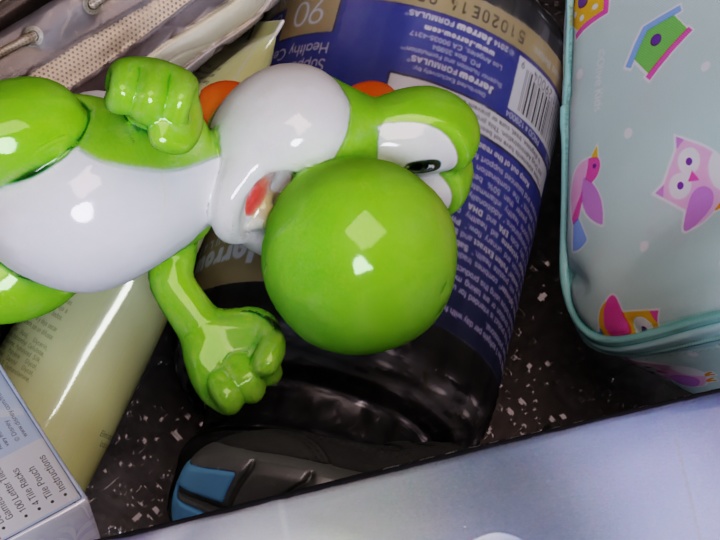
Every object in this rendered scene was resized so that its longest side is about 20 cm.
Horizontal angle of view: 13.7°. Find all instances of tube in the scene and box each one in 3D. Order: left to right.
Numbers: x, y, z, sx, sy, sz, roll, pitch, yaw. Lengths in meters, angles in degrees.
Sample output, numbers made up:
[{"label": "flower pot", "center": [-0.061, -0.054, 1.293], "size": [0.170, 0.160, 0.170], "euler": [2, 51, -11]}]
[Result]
[{"label": "tube", "center": [-0.080, 0.004, 0.995], "size": [0.058, 0.052, 0.201], "euler": [25, 85, 34]}]

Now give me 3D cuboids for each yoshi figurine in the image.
[{"label": "yoshi figurine", "center": [-0.054, -0.012, 0.907], "size": [0.199, 0.112, 0.113], "euler": [-7, 84, -12]}]

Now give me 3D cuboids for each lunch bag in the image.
[{"label": "lunch bag", "center": [0.143, -0.068, 0.983], "size": [0.077, 0.160, 0.201], "euler": [20, 66, -40]}]

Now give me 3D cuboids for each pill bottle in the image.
[{"label": "pill bottle", "center": [0.000, 0.000, 1.015], "size": [0.111, 0.112, 0.201], "euler": [16, 66, -4]}]

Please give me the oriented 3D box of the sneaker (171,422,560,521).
[{"label": "sneaker", "center": [0.039, 0.085, 0.928], "size": [0.199, 0.073, 0.082], "euler": [16, 36, -9]}]

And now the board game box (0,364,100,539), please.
[{"label": "board game box", "center": [-0.213, 0.060, 0.944], "size": [0.199, 0.041, 0.200], "euler": [-27, 55, -14]}]

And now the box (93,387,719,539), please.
[{"label": "box", "center": [0.042, 0.149, 0.801], "size": [0.197, 0.123, 0.201], "euler": [-15, 83, 6]}]

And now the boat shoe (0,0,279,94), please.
[{"label": "boat shoe", "center": [-0.077, -0.101, 0.995], "size": [0.073, 0.074, 0.200], "euler": [48, 71, -23]}]

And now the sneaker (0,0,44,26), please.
[{"label": "sneaker", "center": [-0.132, -0.132, 1.056], "size": [0.090, 0.066, 0.201], "euler": [19, 80, 3]}]
